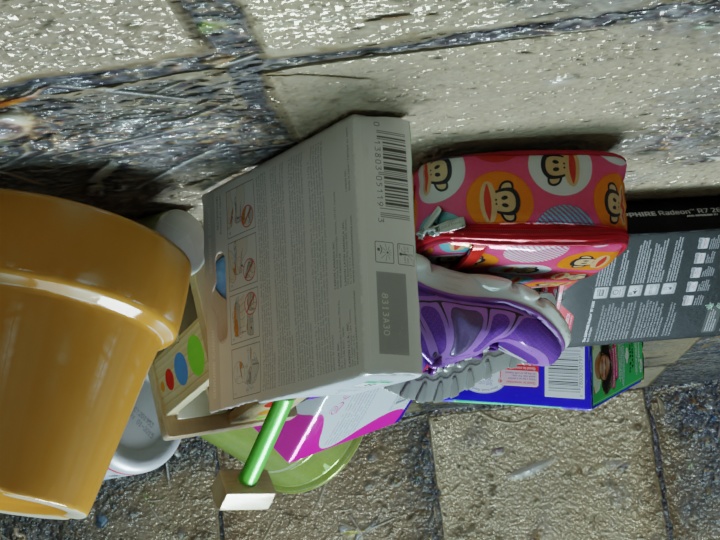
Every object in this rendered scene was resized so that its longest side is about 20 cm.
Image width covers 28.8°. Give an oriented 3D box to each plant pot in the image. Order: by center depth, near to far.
[{"bbox_3d":[-0.228,0.066,0.941,0.200,0.183,0.200,8,162,3],"label":"plant pot"},{"bbox_3d":[-0.122,0.138,1.594,0.200,0.200,0.190,-12,156,32],"label":"plant pot"}]

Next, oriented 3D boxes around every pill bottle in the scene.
[{"bbox_3d":[-0.266,0.151,1.360,0.109,0.109,0.200,3,166,-40],"label":"pill bottle"}]

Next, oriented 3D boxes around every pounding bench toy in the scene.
[{"bbox_3d":[-0.085,0.086,1.148,0.124,0.200,0.156,-5,162,-30],"label":"pounding bench toy"}]

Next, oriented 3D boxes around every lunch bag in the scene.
[{"bbox_3d":[0.089,-0.034,1.015,0.176,0.082,0.200,0,170,-8],"label":"lunch bag"}]

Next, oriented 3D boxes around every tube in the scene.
[{"bbox_3d":[-0.201,-0.007,1.083,0.200,0.058,0.052,-12,-154,44],"label":"tube"}]

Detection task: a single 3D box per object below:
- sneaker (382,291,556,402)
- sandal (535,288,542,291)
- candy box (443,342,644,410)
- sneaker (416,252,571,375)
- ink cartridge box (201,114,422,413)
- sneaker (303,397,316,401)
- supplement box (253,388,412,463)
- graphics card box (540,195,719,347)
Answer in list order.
[{"bbox_3d":[0.063,0.049,1.102,0.200,0.076,0.080,-8,-156,-40],"label":"sneaker"},{"bbox_3d":[0.138,0.000,1.232,0.200,0.055,0.082,-33,128,26],"label":"sandal"},{"bbox_3d":[0.173,0.082,1.373,0.169,0.077,0.200,2,-174,25],"label":"candy box"},{"bbox_3d":[0.056,0.041,0.974,0.200,0.083,0.081,15,167,-28],"label":"sneaker"},{"bbox_3d":[-0.037,0.004,0.904,0.050,0.161,0.200,5,166,-31],"label":"ink cartridge box"},{"bbox_3d":[-0.008,0.063,1.274,0.200,0.070,0.100,-29,167,27],"label":"sneaker"},{"bbox_3d":[-0.027,0.114,1.471,0.200,0.103,0.101,-13,138,-55],"label":"supplement box"},{"bbox_3d":[0.255,0.000,1.184,0.200,0.051,0.126,-4,129,-10],"label":"graphics card box"}]
